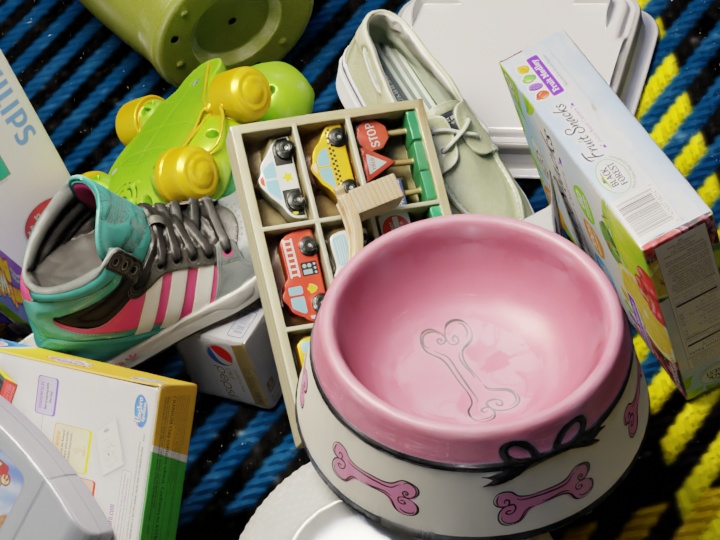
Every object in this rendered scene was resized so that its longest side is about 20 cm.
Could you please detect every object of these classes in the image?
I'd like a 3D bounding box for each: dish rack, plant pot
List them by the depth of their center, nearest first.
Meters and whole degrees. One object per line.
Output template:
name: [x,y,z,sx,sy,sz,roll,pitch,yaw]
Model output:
dish rack: [0.096,-0.138,1.651,0.199,0.044,0.172,3,48,22]
plant pot: [-0.132,-0.238,1.745,0.200,0.201,0.193,-28,57,-7]

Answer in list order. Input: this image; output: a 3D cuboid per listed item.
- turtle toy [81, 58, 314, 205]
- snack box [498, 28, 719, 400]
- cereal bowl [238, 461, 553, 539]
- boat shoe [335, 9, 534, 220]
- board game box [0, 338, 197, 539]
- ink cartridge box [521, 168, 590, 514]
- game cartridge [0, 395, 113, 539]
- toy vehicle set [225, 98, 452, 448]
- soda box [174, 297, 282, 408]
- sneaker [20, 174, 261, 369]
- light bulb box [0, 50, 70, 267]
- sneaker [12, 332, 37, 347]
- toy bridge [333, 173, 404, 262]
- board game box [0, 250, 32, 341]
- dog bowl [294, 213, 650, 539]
turtle toy: [-0.102,-0.076,1.621,0.145,0.101,0.200,-10,39,48]
snack box: [0.162,-0.035,1.455,0.053,0.142,0.200,-27,45,-4]
cereal bowl: [0.012,0.180,1.312,0.199,0.083,0.201,-7,63,14]
boat shoe: [0.047,-0.081,1.517,0.072,0.062,0.200,-27,64,-24]
board game box: [-0.201,0.124,1.448,0.199,0.040,0.154,12,95,29]
ink cartridge box: [0.113,0.042,1.432,0.037,0.095,0.201,-6,46,9]
game cartridge: [-0.244,0.138,1.429,0.200,0.041,0.134,36,111,25]
toy vehicle set: [0.000,0.000,1.444,0.124,0.027,0.201,-10,75,-14]
soda box: [-0.046,-0.008,1.561,0.063,0.068,0.200,12,53,30]
sneaker: [-0.128,-0.022,1.464,0.200,0.121,0.084,-33,49,-2]
light bulb box: [-0.312,-0.106,1.662,0.125,0.199,0.200,-36,45,-12]
sneaker: [-0.181,0.076,1.543,0.200,0.076,0.088,-35,60,-9]
toy bridge: [0.027,0.040,1.407,0.067,0.027,0.201,-22,79,-16]
board game box: [-0.290,0.024,1.530,0.134,0.200,0.045,-16,73,6]
dog bowl: [0.061,0.050,1.308,0.199,0.074,0.201,-2,46,2]
